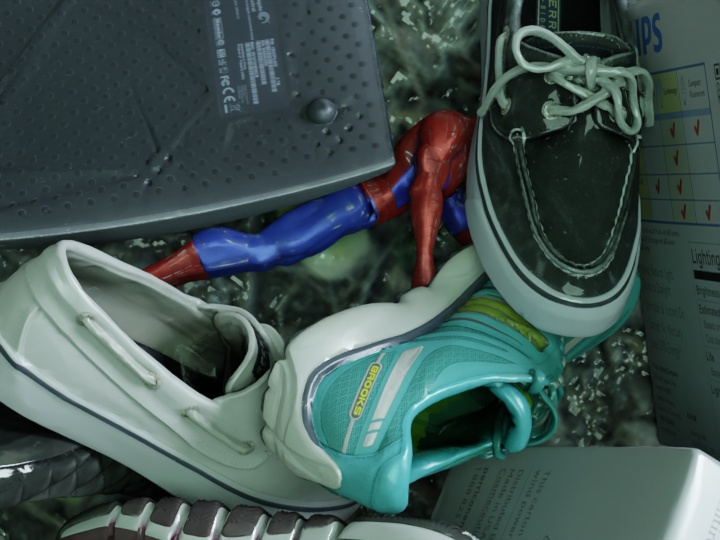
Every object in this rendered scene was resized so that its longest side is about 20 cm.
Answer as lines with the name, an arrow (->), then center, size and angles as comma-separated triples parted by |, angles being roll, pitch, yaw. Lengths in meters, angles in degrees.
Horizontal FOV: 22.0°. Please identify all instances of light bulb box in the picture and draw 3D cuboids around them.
light bulb box -> 0.192, -0.022, 0.751 | 0.124, 0.198, 0.201 | -8, 94, -8

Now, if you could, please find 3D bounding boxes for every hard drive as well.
hard drive -> -0.091, -0.075, 0.772 | 0.199, 0.042, 0.136 | -10, 68, 0

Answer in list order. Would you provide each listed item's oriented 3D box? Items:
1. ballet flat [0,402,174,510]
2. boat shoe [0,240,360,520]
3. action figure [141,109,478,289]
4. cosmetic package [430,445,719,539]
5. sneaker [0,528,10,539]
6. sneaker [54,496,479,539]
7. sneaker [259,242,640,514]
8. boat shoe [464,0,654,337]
ballet flat -> -0.130, 0.083, 0.736 | 0.066, 0.200, 0.057 | 22, 104, 35
boat shoe -> -0.060, 0.045, 0.738 | 0.200, 0.072, 0.066 | 32, 121, -32
action figure -> 0.000, 0.000, 0.799 | 0.199, 0.065, 0.099 | -30, 88, -3
cosmetic package -> 0.124, 0.186, 0.726 | 0.200, 0.166, 0.168 | 33, 71, -22
sneaker -> -0.172, 0.157, 0.743 | 0.099, 0.070, 0.200 | -38, 61, -6
sneaker -> -0.045, 0.152, 0.698 | 0.199, 0.076, 0.116 | -3, 64, 31
sneaker -> 0.051, 0.044, 0.746 | 0.200, 0.079, 0.078 | -27, 135, -39
boat shoe -> 0.086, -0.072, 0.756 | 0.073, 0.068, 0.200 | 10, 58, -6
